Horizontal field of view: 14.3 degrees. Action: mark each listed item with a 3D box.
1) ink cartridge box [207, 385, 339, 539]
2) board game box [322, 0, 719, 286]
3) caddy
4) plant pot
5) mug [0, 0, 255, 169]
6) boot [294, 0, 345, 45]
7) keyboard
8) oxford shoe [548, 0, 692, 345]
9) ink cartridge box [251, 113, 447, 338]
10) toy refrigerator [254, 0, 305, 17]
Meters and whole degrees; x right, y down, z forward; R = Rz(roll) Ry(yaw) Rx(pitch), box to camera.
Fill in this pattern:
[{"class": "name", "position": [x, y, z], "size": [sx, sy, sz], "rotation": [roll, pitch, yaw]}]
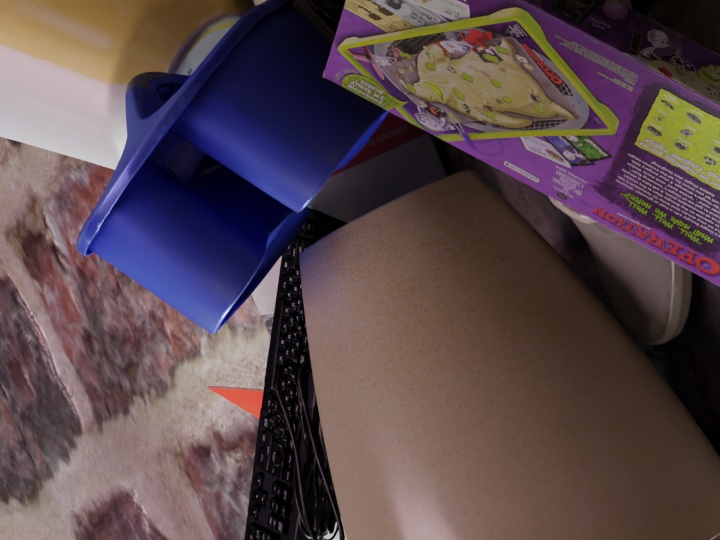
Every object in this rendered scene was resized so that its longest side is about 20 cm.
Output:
[{"class": "ink cartridge box", "position": [0.016, 0.135, 1.521], "size": [0.200, 0.047, 0.160], "rotation": [38, 163, -24]}, {"class": "board game box", "position": [0.085, -0.075, 1.205], "size": [0.199, 0.032, 0.120], "rotation": [28, 146, 4]}, {"class": "caddy", "position": [-0.065, -0.057, 1.343], "size": [0.105, 0.142, 0.200], "rotation": [38, -167, 0]}, {"class": "plant pot", "position": [0.055, 0.063, 1.335], "size": [0.201, 0.187, 0.187], "rotation": [64, 158, 4]}, {"class": "mug", "position": [-0.138, -0.129, 1.477], "size": [0.153, 0.150, 0.187], "rotation": [27, 166, 32]}, {"class": "boot", "position": [0.019, -0.148, 1.267], "size": [0.203, 0.074, 0.154], "rotation": [39, 165, -20]}, {"class": "keyboard", "position": [-0.038, 0.069, 1.428], "size": [0.104, 0.039, 0.201], "rotation": [12, 97, 62]}, {"class": "oxford shoe", "position": [0.101, -0.052, 1.291], "size": [0.075, 0.058, 0.201], "rotation": [23, 137, 54]}, {"class": "ink cartridge box", "position": [0.000, 0.000, 1.543], "size": [0.201, 0.085, 0.146], "rotation": [65, 159, -5]}, {"class": "toy refrigerator", "position": [-0.051, -0.222, 1.438], "size": [0.200, 0.076, 0.070], "rotation": [59, 158, 17]}]
